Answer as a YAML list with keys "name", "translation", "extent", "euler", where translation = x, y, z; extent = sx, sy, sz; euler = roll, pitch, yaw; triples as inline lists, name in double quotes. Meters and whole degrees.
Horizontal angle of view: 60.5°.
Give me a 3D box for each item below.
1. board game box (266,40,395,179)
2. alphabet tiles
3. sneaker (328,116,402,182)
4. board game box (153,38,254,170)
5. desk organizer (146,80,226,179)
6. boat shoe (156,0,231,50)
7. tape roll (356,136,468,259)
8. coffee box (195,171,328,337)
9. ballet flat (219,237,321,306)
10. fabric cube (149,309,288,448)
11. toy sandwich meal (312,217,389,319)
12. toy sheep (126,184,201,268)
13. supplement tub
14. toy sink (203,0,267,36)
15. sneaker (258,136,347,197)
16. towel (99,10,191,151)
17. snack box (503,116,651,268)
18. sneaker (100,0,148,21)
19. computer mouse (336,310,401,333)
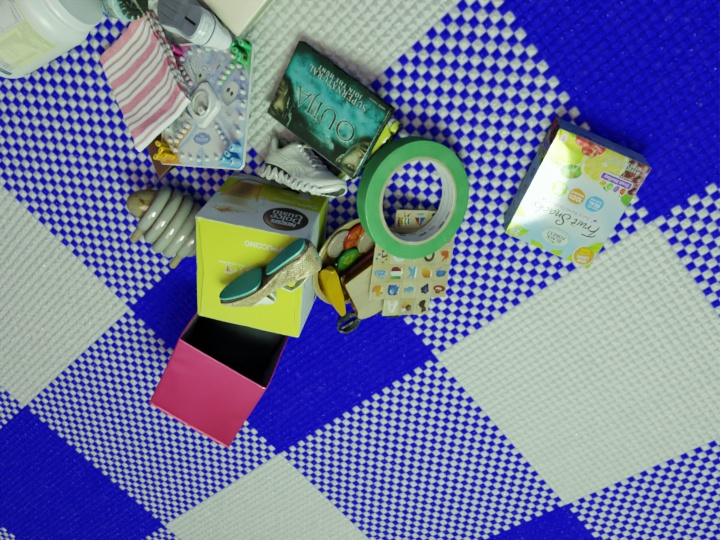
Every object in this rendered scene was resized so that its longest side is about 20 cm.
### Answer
- name: "board game box"
  translation: [-0.054, -0.268, 1.037]
  extent: [0.198, 0.028, 0.137]
  euler: [38, 115, 12]
- name: "alphabet tiles"
  translation: [0.096, -0.012, 1.142]
  extent: [0.162, 0.006, 0.206]
  euler: [-2, 111, -24]
- name: "sneaker"
  translation: [-0.016, -0.215, 1.087]
  extent: [0.199, 0.074, 0.082]
  euler: [-40, 89, 26]
- name: "board game box"
  translation: [-0.265, -0.276, 1.025]
  extent: [0.195, 0.026, 0.206]
  euler: [9, 95, 31]
- name: "desk organizer"
  translation: [-0.290, -0.248, 1.096]
  extent: [0.198, 0.071, 0.078]
  euler: [-37, 71, 26]
- name: "boat shoe"
  translation: [-0.268, -0.397, 0.989]
  extent: [0.066, 0.201, 0.074]
  euler: [20, 115, -46]
- name: "tape roll"
  translation: [0.091, -0.124, 1.062]
  extent: [0.195, 0.048, 0.206]
  euler: [-8, 113, -19]
- name: "coffee box"
  translation: [-0.175, -0.033, 1.134]
  extent: [0.194, 0.199, 0.205]
  euler: [11, 121, 5]
- name: "ballet flat"
  translation: [-0.144, 0.021, 1.008]
  extent: [0.197, 0.072, 0.065]
  euler: [-28, 124, 25]
- name: "fabric cube"
  translation: [-0.285, 0.195, 1.282]
  extent: [0.193, 0.202, 0.201]
  euler: [29, 122, -7]
- name: "toy sandwich meal"
  translation: [0.000, 0.000, 1.140]
  extent: [0.202, 0.070, 0.209]
  euler: [-24, 135, -26]
- name: "toy sheep"
  translation: [-0.357, -0.085, 1.187]
  extent: [0.198, 0.140, 0.138]
  euler: [34, 121, -26]
- name: "supplement tub"
  translation: [-0.546, -0.425, 1.026]
  extent: [0.195, 0.146, 0.147]
  euler: [-18, 114, 20]
- name: "toy sink"
  translation: [-0.207, -0.491, 0.941]
  extent: [0.130, 0.113, 0.200]
  euler: [-38, 111, 26]
- name: "sneaker"
  translation: [-0.100, -0.180, 1.075]
  extent: [0.197, 0.074, 0.083]
  euler: [24, 102, 35]
- name: "towel"
  translation: [-0.374, -0.326, 1.057]
  extent: [0.145, 0.030, 0.204]
  euler: [-34, 74, 27]
- name: "snack box"
  translation: [0.360, -0.128, 1.050]
  extent: [0.165, 0.068, 0.203]
  euler: [21, 122, -1]
- name: "sneaker"
  translation: [-0.408, -0.510, 0.993]
  extent: [0.085, 0.077, 0.206]
  euler: [10, 112, 33]
- name: "computer mouse"
  translation: [0.030, 0.079, 1.256]
  extent: [0.197, 0.035, 0.059]
  euler: [-24, 128, 28]
